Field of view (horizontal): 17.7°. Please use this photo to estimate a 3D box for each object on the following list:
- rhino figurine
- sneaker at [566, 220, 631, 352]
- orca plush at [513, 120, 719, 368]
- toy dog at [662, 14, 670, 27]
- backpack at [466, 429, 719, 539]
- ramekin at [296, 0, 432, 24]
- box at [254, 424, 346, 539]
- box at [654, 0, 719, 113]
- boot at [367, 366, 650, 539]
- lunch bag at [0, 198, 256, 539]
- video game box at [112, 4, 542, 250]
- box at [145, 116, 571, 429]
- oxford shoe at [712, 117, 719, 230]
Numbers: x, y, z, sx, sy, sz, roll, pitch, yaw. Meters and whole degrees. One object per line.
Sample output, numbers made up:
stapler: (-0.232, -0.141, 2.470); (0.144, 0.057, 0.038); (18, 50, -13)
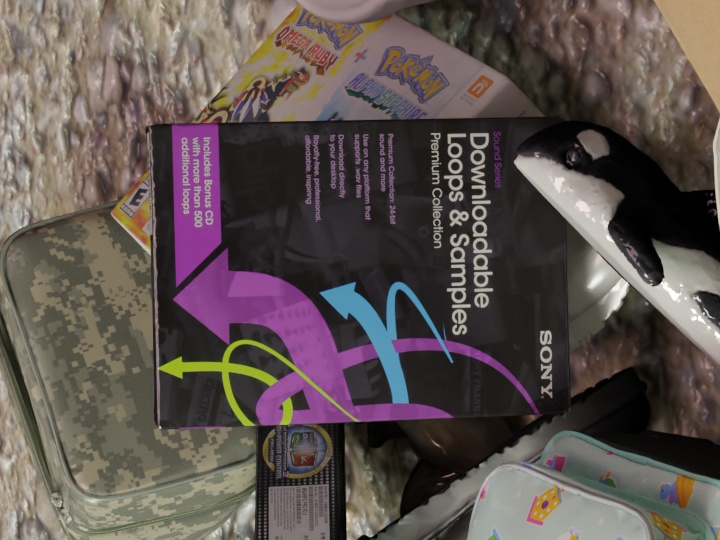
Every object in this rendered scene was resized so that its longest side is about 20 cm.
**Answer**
rhino figurine: (0.040, 0.158, 1.261); (0.087, 0.060, 0.201); (4, 103, 14)
sneaker: (0.066, 0.002, 1.179); (0.081, 0.077, 0.200); (46, 141, -17)
orca plush: (0.162, -0.007, 1.041); (0.071, 0.105, 0.200); (-45, 64, 2)
toy dog: (0.130, -0.201, 1.069); (0.132, 0.096, 0.201); (-51, 58, 43)
backpack: (0.128, 0.182, 1.045); (0.175, 0.152, 0.201); (14, 100, 58)
ramekin: (0.024, -0.229, 1.181); (0.202, 0.094, 0.204); (16, 108, 58)
box: (-0.030, 0.117, 1.246); (0.161, 0.044, 0.201); (86, -178, -49)
box: (0.224, -0.129, 0.970); (0.200, 0.021, 0.164); (-36, 77, 33)
boot: (0.104, 0.165, 1.176); (0.198, 0.073, 0.163); (-37, 84, 17)
lunch bag: (-0.145, 0.077, 1.431); (0.168, 0.139, 0.201); (108, 143, -66)
video game box: (-0.021, -0.051, 1.209); (0.182, 0.047, 0.200); (-47, 36, -5)
box: (0.000, 0.000, 1.094); (0.036, 0.199, 0.144); (-174, 81, -82)
oxford shoe: (0.178, -0.071, 0.963); (0.075, 0.058, 0.201); (11, 106, 29)
